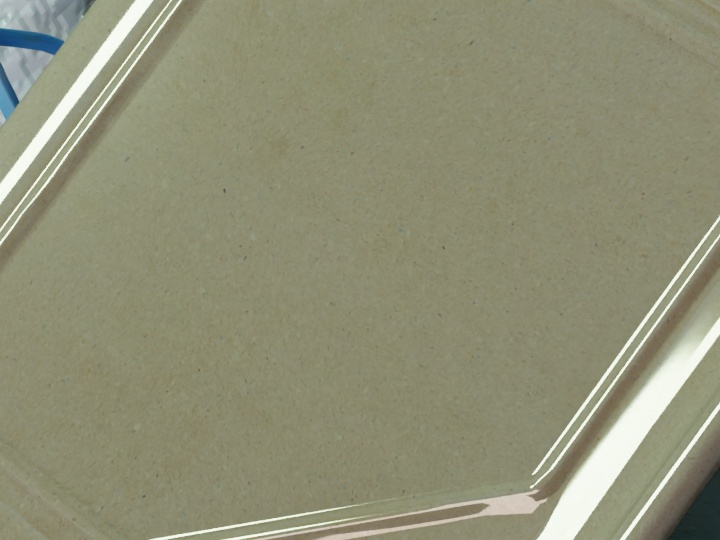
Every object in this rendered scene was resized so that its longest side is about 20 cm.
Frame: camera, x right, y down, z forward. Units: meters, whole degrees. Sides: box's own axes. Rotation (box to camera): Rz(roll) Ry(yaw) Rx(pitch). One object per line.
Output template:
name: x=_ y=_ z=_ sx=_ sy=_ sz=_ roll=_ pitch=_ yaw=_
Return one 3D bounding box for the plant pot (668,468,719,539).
plant pot: x=0.063 y=0.130 z=0.702 sx=0.196 sy=0.200 sz=0.196 roll=21 pitch=102 yaw=26

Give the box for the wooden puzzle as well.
wooden puzzle: x=0.000 y=0.000 z=0.634 sx=0.200 sy=0.037 sz=0.185 roll=34 pitch=86 yaw=33

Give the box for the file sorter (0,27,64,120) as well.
file sorter: x=-0.021 y=-0.064 z=0.774 sx=0.200 sy=0.139 sz=0.123 roll=-36 pitch=72 yaw=26
